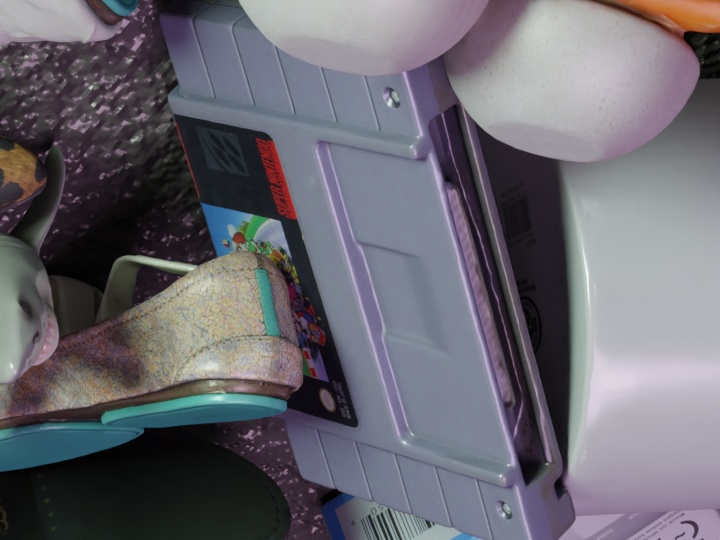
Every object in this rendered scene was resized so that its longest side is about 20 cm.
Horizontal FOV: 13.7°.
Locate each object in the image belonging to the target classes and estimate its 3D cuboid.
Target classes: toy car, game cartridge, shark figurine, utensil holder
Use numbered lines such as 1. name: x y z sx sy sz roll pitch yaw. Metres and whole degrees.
1. toy car: 0.064 -0.135 0.899 0.200 0.150 0.175 21 79 -32
2. game cartridge: 0.000 0.000 1.048 0.038 0.130 0.200 -38 124 -37
3. shark figurine: -0.175 0.021 1.074 0.089 0.128 0.214 21 143 -21
4. utensil holder: 0.148 0.009 1.125 0.200 0.170 0.170 -4 133 -18

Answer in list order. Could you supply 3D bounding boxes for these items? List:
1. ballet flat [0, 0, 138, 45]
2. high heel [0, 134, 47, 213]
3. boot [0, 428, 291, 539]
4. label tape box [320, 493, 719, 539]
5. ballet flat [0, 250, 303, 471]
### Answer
1. ballet flat: -0.140 -0.135 0.943 0.069 0.069 0.200 -29 137 5
2. high heel: -0.193 -0.069 0.967 0.200 0.071 0.143 3 137 -14
3. boot: -0.128 0.150 1.220 0.200 0.069 0.174 -4 134 -6
4. label tape box: 0.095 0.133 1.295 0.143 0.066 0.200 -33 134 9
5. ballet flat: -0.093 0.031 1.101 0.200 0.067 0.068 -14 164 42
